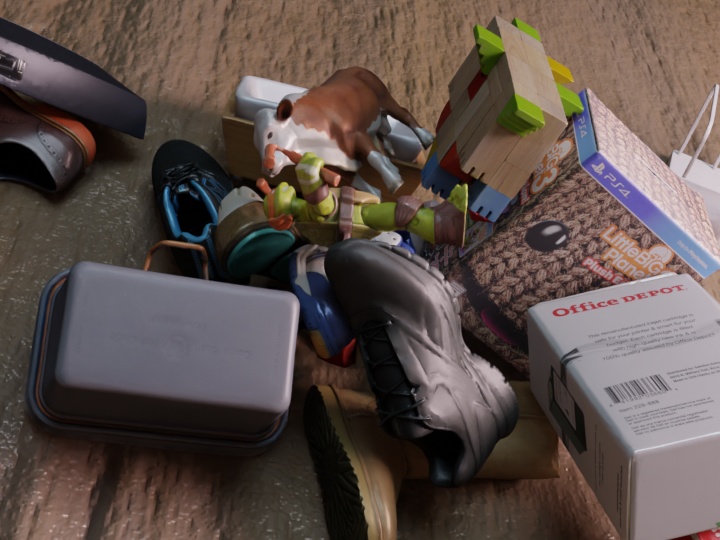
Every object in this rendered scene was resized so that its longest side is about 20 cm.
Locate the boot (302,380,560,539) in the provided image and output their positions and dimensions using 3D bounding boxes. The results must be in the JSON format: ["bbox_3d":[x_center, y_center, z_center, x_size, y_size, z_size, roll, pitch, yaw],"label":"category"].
[{"bbox_3d":[0.068,0.149,0.849,0.196,0.067,0.177,4,41,-21],"label":"boot"}]

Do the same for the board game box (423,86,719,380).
[{"bbox_3d":[0.175,-0.021,0.946,0.159,0.200,0.098,36,33,-22],"label":"board game box"}]

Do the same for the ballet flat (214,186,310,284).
[{"bbox_3d":[-0.080,-0.032,0.930,0.073,0.067,0.200,57,14,16],"label":"ballet flat"}]

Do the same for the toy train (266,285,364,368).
[{"bbox_3d":[-0.016,0.057,0.902,0.198,0.035,0.046,21,24,31],"label":"toy train"}]

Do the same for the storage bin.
[{"bbox_3d":[-0.131,0.047,0.783,0.196,0.134,0.148,9,76,-15],"label":"storage bin"}]

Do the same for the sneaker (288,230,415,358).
[{"bbox_3d":[0.000,0.000,0.866,0.087,0.076,0.201,-15,19,11],"label":"sneaker"}]

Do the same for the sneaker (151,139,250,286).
[{"bbox_3d":[-0.146,-0.063,0.982,0.072,0.083,0.201,-23,47,-6],"label":"sneaker"}]

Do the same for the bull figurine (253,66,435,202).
[{"bbox_3d":[-0.012,-0.113,0.922,0.121,0.065,0.200,45,34,-5],"label":"bull figurine"}]

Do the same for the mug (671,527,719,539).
[{"bbox_3d":[0.303,0.204,0.847,0.196,0.136,0.178,-4,23,-20],"label":"mug"}]

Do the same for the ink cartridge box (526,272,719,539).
[{"bbox_3d":[0.223,0.094,0.819,0.143,0.085,0.201,-11,29,-7],"label":"ink cartridge box"}]

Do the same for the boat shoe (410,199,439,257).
[{"bbox_3d":[0.032,0.004,1.004,0.067,0.072,0.201,-11,33,21],"label":"boat shoe"}]

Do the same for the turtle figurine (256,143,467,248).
[{"bbox_3d":[-0.004,-0.043,0.796,0.158,0.200,0.066,4,81,1],"label":"turtle figurine"}]

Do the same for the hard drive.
[{"bbox_3d":[-0.299,-0.189,1.029,0.134,0.043,0.199,37,11,39],"label":"hard drive"}]

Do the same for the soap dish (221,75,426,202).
[{"bbox_3d":[-0.038,-0.122,1.078,0.196,0.083,0.158,14,16,-7],"label":"soap dish"}]

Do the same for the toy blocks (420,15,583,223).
[{"bbox_3d":[0.102,-0.114,0.917,0.099,0.137,0.201,26,31,-17],"label":"toy blocks"}]

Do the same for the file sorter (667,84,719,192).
[{"bbox_3d":[0.463,-0.107,1.266,0.197,0.126,0.139,23,38,6],"label":"file sorter"}]

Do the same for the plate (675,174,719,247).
[{"bbox_3d":[0.242,-0.038,1.055,0.197,0.200,0.033,22,64,4],"label":"plate"}]

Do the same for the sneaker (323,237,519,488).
[{"bbox_3d":[0.037,0.066,0.773,0.201,0.075,0.091,52,50,-16],"label":"sneaker"}]

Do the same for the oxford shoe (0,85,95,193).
[{"bbox_3d":[-0.344,-0.132,1.005,0.197,0.072,0.073,21,43,2],"label":"oxford shoe"}]
